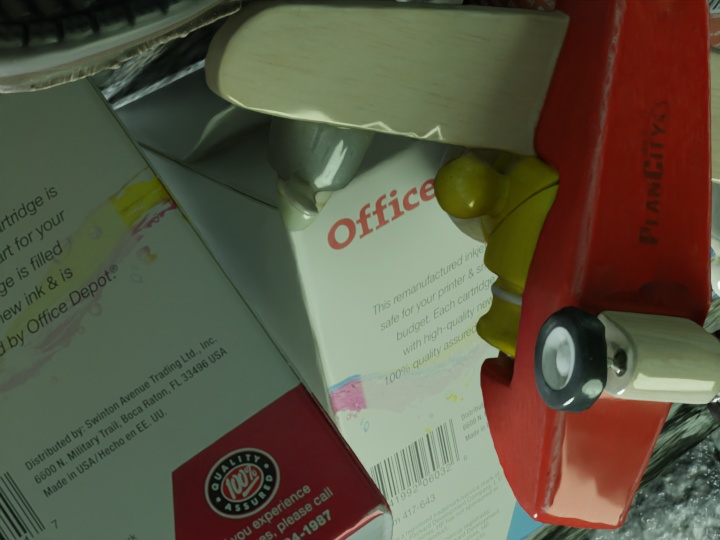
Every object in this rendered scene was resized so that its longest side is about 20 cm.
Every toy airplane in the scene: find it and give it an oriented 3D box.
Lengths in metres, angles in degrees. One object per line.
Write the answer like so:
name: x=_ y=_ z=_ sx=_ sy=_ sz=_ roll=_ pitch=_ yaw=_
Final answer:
toy airplane: x=0.068 y=-0.047 z=0.838 sx=0.199 sy=0.200 sz=0.141 roll=-44 pitch=-165 yaw=-23

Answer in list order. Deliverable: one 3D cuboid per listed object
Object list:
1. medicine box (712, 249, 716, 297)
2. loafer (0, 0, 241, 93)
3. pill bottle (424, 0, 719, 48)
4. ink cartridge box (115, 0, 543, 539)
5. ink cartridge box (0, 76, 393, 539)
medicine box: x=0.150 y=-0.056 z=1.182 sx=0.182 sy=0.103 sz=0.200 roll=-40 pitch=169 yaw=4
loafer: x=-0.050 y=-0.098 z=0.759 sx=0.199 sy=0.073 sz=0.071 roll=-28 pitch=165 yaw=-29
pill bottle: x=0.089 y=-0.113 z=0.974 sx=0.112 sy=0.112 sz=0.200 roll=-28 pitch=165 yaw=-31
ink cartridge box: x=0.000 y=0.000 z=0.967 sx=0.128 sy=0.125 sz=0.201 roll=-29 pitch=123 yaw=-29
ink cartridge box: x=-0.104 y=0.045 z=0.839 sx=0.145 sy=0.201 sz=0.145 roll=-34 pitch=169 yaw=-7
